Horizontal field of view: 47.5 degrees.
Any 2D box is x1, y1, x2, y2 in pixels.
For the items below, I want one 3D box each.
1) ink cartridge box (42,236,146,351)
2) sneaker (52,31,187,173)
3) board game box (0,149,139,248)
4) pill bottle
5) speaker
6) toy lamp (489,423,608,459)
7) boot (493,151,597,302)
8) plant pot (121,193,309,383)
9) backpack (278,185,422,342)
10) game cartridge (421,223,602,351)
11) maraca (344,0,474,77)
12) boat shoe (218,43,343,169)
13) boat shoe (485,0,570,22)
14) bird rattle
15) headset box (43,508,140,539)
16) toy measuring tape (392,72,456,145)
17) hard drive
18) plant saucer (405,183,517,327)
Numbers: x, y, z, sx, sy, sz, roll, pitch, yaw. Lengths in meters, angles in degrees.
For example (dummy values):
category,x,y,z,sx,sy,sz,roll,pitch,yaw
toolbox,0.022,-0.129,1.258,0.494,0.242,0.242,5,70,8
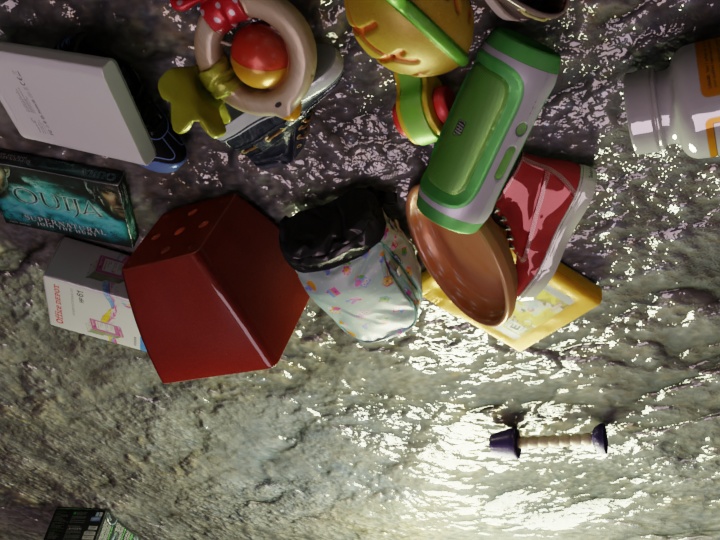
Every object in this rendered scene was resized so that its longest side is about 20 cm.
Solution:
category,x,y,z,sx,sy,sz,roll,pitch,yaw
ink cartridge box,-0.384,0.044,1.283,0.199,0.085,0.145,17,142,-3
sneaker,-0.277,-0.195,0.967,0.200,0.070,0.078,39,142,-27
board game box,-0.422,-0.101,1.160,0.199,0.028,0.136,10,143,4
pill bottle,0.360,-0.169,0.779,0.199,0.112,0.111,-8,137,25
speaker,0.129,-0.142,0.846,0.088,0.089,0.201,20,115,-8
toy lamp,0.322,0.296,1.412,0.199,0.058,0.058,-7,138,25
boot,0.181,-0.057,0.994,0.143,0.073,0.201,15,127,-1
plant pot,-0.202,0.013,1.118,0.199,0.200,0.177,-11,125,28
backpack,0.000,0.000,1.084,0.166,0.127,0.200,-14,138,26
game cartridge,0.200,0.028,1.136,0.199,0.033,0.176,27,140,-18
maraca,0.034,-0.246,0.748,0.107,0.137,0.200,-51,148,13
boat shoe,-0.077,-0.183,0.934,0.200,0.071,0.091,-18,141,37
boat shoe,0.113,-0.278,0.706,0.059,0.072,0.200,27,-179,44
bird rattle,-0.120,-0.233,0.829,0.162,0.113,0.201,17,117,4
headset box,-0.725,0.737,2.236,0.173,0.093,0.200,-5,139,21
toy measuring tape,0.051,-0.196,0.870,0.073,0.074,0.200,-14,135,30
hard drive,-0.337,-0.193,0.933,0.199,0.027,0.132,15,143,25
plant saucer,0.128,-0.024,1.007,0.200,0.037,0.201,50,161,25
